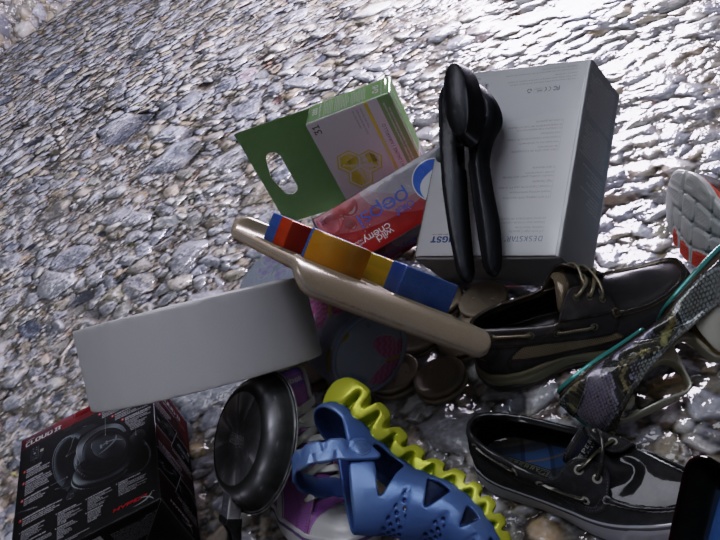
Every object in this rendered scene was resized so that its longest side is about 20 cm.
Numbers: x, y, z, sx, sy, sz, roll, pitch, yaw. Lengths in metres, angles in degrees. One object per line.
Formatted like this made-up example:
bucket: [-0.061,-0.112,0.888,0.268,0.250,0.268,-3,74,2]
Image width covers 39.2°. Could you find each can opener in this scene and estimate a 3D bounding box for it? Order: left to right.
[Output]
can opener: [0.096,-0.086,0.927,0.063,0.079,0.200,-11,76,41]

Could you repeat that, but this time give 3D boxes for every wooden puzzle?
wooden puzzle: [0.000,0.000,0.860,0.046,0.185,0.200,-66,26,5]

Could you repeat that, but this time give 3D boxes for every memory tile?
memory tile: [0.036,0.066,0.978,0.200,0.017,0.153,1,43,36]

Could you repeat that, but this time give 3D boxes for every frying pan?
frying pan: [-0.102,0.168,0.819,0.190,0.031,0.115,-63,35,16]

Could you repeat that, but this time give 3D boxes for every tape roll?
tape roll: [-0.136,0.061,0.857,0.202,0.071,0.202,-14,-1,0]

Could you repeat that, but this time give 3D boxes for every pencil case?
pencil case: [-0.041,0.047,0.970,0.091,0.083,0.200,-47,36,-13]

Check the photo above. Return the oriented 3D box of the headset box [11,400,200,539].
headset box: [-0.237,0.199,0.942,0.149,0.077,0.200,-27,32,1]

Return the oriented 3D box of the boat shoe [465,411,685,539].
boat shoe: [0.161,0.140,0.734,0.200,0.066,0.070,10,49,45]

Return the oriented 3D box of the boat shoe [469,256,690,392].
boat shoe: [0.184,0.035,0.855,0.200,0.073,0.075,-26,33,4]

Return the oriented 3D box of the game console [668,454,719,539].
game console: [0.198,0.229,0.536,0.172,0.119,0.200,-35,33,-11]

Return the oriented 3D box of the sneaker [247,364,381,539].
sneaker: [-0.050,0.146,0.830,0.073,0.115,0.200,-17,28,-24]

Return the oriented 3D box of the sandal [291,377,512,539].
sandal: [0.024,0.169,0.742,0.200,0.080,0.087,35,51,29]

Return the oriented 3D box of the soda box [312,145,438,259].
soda box: [0.052,-0.068,1.084,0.200,0.063,0.070,-31,73,-4]

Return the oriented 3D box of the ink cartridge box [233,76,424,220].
ink cartridge box: [-0.030,-0.124,1.168,0.200,0.146,0.048,-18,35,16]

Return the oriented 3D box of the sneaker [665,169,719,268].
sneaker: [0.338,-0.031,0.859,0.082,0.077,0.200,-8,29,-18]

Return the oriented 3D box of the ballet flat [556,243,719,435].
ballet flat: [0.246,0.059,0.794,0.200,0.072,0.072,-39,34,-10]

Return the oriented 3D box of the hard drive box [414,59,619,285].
hard drive box: [0.152,-0.091,0.976,0.156,0.077,0.200,1,70,37]
